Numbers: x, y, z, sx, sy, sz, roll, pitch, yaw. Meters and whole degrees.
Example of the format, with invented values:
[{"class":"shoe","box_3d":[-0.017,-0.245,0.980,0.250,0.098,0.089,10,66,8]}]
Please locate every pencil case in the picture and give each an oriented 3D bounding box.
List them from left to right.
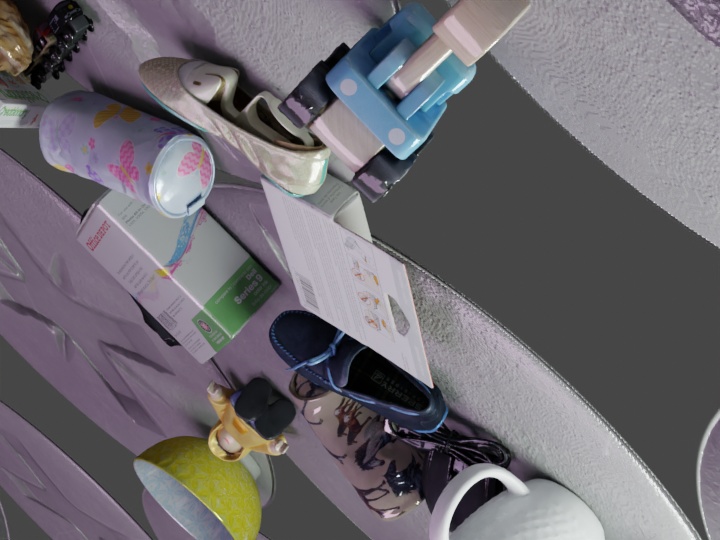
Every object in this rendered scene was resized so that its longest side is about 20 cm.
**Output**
[{"class":"pencil case","box_3d":[-0.233,-0.115,1.798,0.199,0.083,0.091,21,126,41]},{"class":"pencil case","box_3d":[0.003,0.169,1.919,0.201,0.089,0.078,56,-177,-28]}]

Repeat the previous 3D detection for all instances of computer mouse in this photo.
[{"class":"computer mouse","box_3d":[0.097,0.224,1.865,0.138,0.053,0.201,19,151,26]}]

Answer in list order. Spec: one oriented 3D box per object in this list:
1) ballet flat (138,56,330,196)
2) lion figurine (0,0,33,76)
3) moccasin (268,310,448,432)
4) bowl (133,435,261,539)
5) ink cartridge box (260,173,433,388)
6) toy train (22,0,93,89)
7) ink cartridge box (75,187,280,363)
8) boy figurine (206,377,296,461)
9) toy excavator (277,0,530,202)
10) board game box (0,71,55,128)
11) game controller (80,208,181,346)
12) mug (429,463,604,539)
[{"class":"ballet flat","box_3d":[-0.105,-0.143,1.583,0.199,0.067,0.063,35,129,11]},{"class":"lion figurine","box_3d":[-0.392,-0.265,1.837,0.123,0.072,0.200,47,180,-28]},{"class":"moccasin","box_3d":[-0.001,0.088,1.790,0.199,0.081,0.068,23,168,14]},{"class":"bowl","box_3d":[-0.197,0.286,2.436,0.200,0.108,0.201,37,157,18]},{"class":"ink cartridge box","box_3d":[0.000,0.000,1.660,0.173,0.044,0.201,30,154,29]},{"class":"toy train","box_3d":[-0.304,-0.224,1.794,0.046,0.034,0.200,57,157,-2]},{"class":"ink cartridge box","box_3d":[-0.197,-0.011,1.926,0.200,0.088,0.145,43,158,-4]},{"class":"boy figurine","box_3d":[-0.144,0.183,2.220,0.124,0.065,0.200,42,155,-4]},{"class":"toy excavator","box_3d":[0.041,-0.146,1.260,0.100,0.200,0.195,44,-157,-5]},{"class":"board game box","box_3d":[-0.390,-0.199,1.867,0.126,0.035,0.200,42,-172,2]},{"class":"game controller","box_3d":[-0.265,0.009,2.160,0.104,0.042,0.201,40,163,52]},{"class":"mug","box_3d":[0.137,0.276,1.744,0.147,0.175,0.201,8,139,55]}]
